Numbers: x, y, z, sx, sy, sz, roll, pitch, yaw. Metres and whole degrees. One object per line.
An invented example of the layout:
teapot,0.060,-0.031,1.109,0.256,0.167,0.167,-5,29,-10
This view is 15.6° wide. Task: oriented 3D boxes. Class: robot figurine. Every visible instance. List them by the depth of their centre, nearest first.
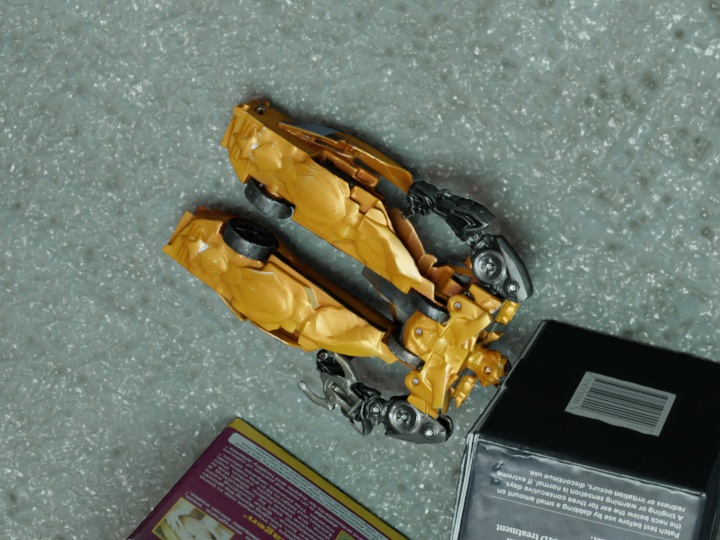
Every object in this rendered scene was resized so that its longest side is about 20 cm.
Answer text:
robot figurine,0.000,0.000,1.407,0.200,0.058,0.145,34,112,12

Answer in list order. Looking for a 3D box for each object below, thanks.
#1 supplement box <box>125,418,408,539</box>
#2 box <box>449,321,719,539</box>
supplement box,-0.068,0.182,1.414,0.131,0.200,0.103,36,111,3
box,0.115,0.156,1.360,0.124,0.200,0.197,14,109,10
